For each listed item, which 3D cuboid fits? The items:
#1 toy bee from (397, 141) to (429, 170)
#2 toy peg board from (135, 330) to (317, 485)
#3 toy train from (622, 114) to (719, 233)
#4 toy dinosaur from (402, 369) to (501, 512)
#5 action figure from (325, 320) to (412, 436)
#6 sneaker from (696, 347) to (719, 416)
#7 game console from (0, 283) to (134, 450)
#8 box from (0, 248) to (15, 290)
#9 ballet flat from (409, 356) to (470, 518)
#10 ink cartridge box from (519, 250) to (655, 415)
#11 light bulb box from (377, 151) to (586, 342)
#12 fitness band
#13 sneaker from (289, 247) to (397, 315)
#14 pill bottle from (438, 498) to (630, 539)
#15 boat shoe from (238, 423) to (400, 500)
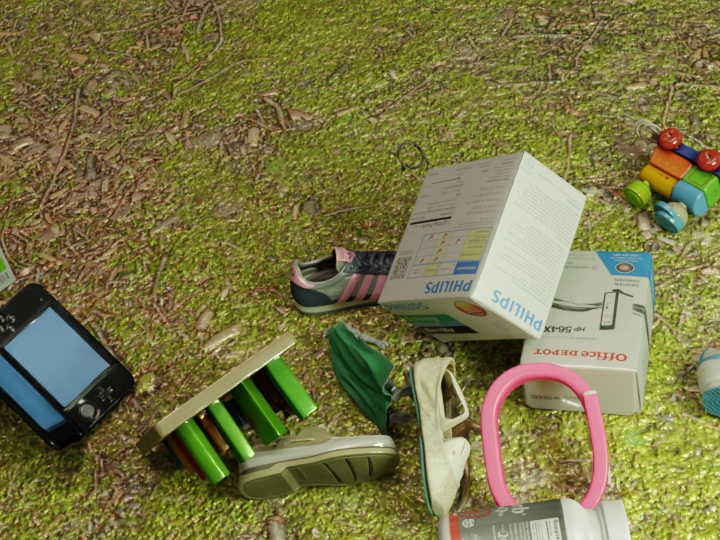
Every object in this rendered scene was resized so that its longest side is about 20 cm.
[{"bbox_3d":[0.137,-0.089,1.905,0.130,0.109,0.200,-25,69,-23],"label":"toy bee"},{"bbox_3d":[-0.158,0.184,1.661,0.200,0.199,0.098,-34,87,-20],"label":"toy peg board"},{"bbox_3d":[0.408,-0.136,1.890,0.116,0.085,0.200,-44,50,-10],"label":"toy train"},{"bbox_3d":[0.120,0.198,1.648,0.101,0.058,0.201,-30,56,7],"label":"toy dinosaur"},{"bbox_3d":[0.005,0.122,1.723,0.054,0.119,0.200,-6,30,-26],"label":"action figure"},{"bbox_3d":[0.500,0.116,1.606,0.199,0.077,0.081,-5,42,6],"label":"sneaker"},{"bbox_3d":[-0.405,0.118,1.741,0.200,0.116,0.176,45,60,1],"label":"game console"},{"bbox_3d":[-0.624,-0.007,1.947,0.200,0.177,0.097,-40,49,-24],"label":"box"},{"bbox_3d":[0.098,0.189,1.589,0.062,0.067,0.201,-15,61,14],"label":"ballet flat"},{"bbox_3d":[0.287,0.074,1.696,0.145,0.085,0.201,2,46,17],"label":"ink cartridge box"},{"bbox_3d":[0.152,-0.024,1.705,0.198,0.125,0.201,-5,59,55],"label":"light bulb box"},{"bbox_3d":[0.213,0.203,1.568,0.143,0.037,0.201,-9,68,8],"label":"fitness band"},{"bbox_3d":[0.000,0.000,1.846,0.199,0.082,0.070,-17,43,-3],"label":"sneaker"},{"bbox_3d":[0.189,0.308,1.460,0.199,0.116,0.116,-9,44,5],"label":"pill bottle"},{"bbox_3d":[-0.052,0.221,1.641,0.199,0.075,0.069,-10,49,6],"label":"boat shoe"}]
